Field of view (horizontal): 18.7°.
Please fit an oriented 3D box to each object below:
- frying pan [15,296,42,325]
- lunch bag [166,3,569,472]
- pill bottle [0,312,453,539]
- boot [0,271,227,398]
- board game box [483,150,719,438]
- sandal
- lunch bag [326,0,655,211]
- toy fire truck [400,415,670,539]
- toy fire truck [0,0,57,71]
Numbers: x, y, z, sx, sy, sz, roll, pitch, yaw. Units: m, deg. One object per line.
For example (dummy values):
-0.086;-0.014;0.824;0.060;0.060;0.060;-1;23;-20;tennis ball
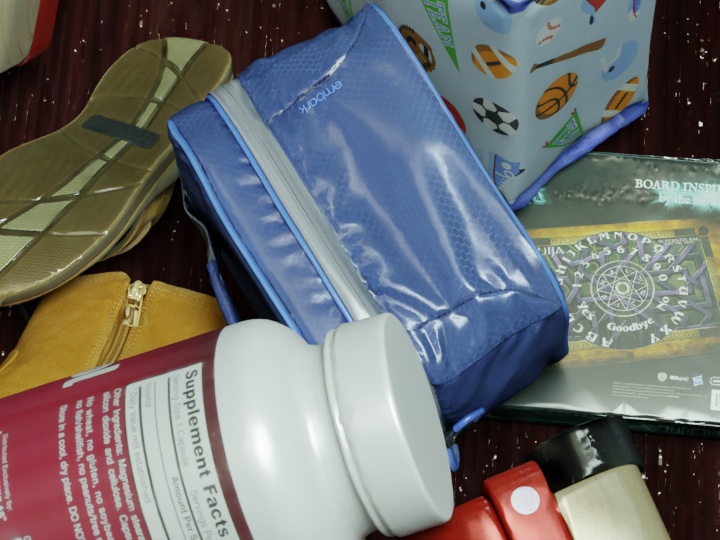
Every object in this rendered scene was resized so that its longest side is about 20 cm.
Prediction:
-0.124;0.055;1.073;0.114;0.031;0.191;-8;75;2;frying pan
0.000;0.000;0.991;0.132;0.136;0.201;-30;73;-4;lunch bag
-0.069;0.086;0.872;0.199;0.113;0.114;-17;71;11;pill bottle
-0.159;0.062;1.011;0.199;0.071;0.145;3;45;-1;boot
0.099;0.007;1.065;0.198;0.028;0.136;5;72;7;board game box
-0.127;-0.042;1.075;0.080;0.054;0.200;21;49;23;sandal
0.048;-0.162;1.041;0.124;0.170;0.200;-35;62;-20;lunch bag
0.027;0.143;0.940;0.199;0.176;0.129;-20;72;-10;toy fire truck
-0.212;-0.190;1.119;0.175;0.200;0.129;22;117;13;toy fire truck
